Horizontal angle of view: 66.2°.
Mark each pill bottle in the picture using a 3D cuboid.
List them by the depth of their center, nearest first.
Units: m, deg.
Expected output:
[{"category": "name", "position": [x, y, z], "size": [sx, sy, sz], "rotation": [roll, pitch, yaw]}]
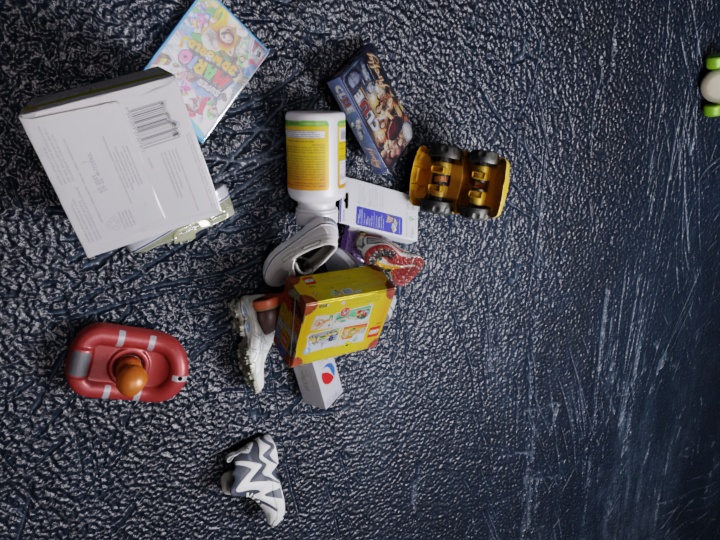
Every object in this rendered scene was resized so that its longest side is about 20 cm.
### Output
[{"category": "pill bottle", "position": [-0.082, -0.189, 1.023], "size": [0.109, 0.111, 0.204], "rotation": [-8, 109, -27]}]

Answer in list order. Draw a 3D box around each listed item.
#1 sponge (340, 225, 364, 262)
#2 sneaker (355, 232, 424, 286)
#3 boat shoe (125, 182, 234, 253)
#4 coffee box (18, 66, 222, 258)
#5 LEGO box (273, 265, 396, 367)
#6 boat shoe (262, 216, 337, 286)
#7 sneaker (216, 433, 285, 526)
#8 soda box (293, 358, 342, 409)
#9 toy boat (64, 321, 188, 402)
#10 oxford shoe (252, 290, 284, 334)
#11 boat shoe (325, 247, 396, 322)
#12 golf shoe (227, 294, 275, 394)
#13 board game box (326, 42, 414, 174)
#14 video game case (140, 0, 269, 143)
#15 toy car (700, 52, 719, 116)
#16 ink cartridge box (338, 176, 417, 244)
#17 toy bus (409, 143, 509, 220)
[{"category": "sponge", "position": [0.000, 0.000, 1.177], "size": [0.110, 0.030, 0.204], "rotation": [7, 102, -31]}, {"category": "sneaker", "position": [0.064, -0.030, 1.143], "size": [0.078, 0.082, 0.199], "rotation": [-48, 143, 12]}, {"category": "boat shoe", "position": [-0.306, -0.079, 0.954], "size": [0.198, 0.072, 0.063], "rotation": [-34, 117, -20]}, {"category": "coffee box", "position": [-0.348, -0.170, 0.817], "size": [0.197, 0.198, 0.203], "rotation": [-22, 120, -18]}, {"category": "LEGO box", "position": [-0.047, 0.082, 1.024], "size": [0.197, 0.077, 0.151], "rotation": [-8, 131, -35]}, {"category": "boat shoe", "position": [-0.111, -0.016, 1.021], "size": [0.199, 0.067, 0.071], "rotation": [-34, 138, 29]}, {"category": "sneaker", "position": [-0.233, 0.456, 1.156], "size": [0.127, 0.079, 0.203], "rotation": [-11, 110, -25]}, {"category": "soda box", "position": [-0.100, 0.183, 1.144], "size": [0.063, 0.067, 0.203], "rotation": [-37, 123, -44]}, {"category": "toy boat", "position": [-0.393, 0.172, 0.945], "size": [0.197, 0.130, 0.133], "rotation": [13, 99, -32]}, {"category": "oxford shoe", "position": [-0.123, 0.069, 1.084], "size": [0.198, 0.070, 0.074], "rotation": [-18, 99, -42]}, {"category": "boat shoe", "position": [0.006, 0.017, 1.131], "size": [0.200, 0.071, 0.066], "rotation": [46, 50, -18]}, {"category": "golf shoe", "position": [-0.196, 0.143, 1.086], "size": [0.096, 0.078, 0.204], "rotation": [-16, 113, -31]}, {"category": "board game box", "position": [0.026, -0.308, 1.062], "size": [0.201, 0.034, 0.136], "rotation": [58, 48, -30]}, {"category": "video game case", "position": [-0.264, -0.340, 0.928], "size": [0.143, 0.018, 0.201], "rotation": [38, 85, -33]}, {"category": "toy car", "position": [1.068, -0.560, 1.581], "size": [0.200, 0.155, 0.167], "rotation": [-48, 131, -42]}, {"category": "ink cartridge box", "position": [0.032, -0.122, 1.133], "size": [0.197, 0.039, 0.102], "rotation": [12, 75, -33]}, {"category": "toy bus", "position": [0.227, -0.178, 1.159], "size": [0.191, 0.197, 0.139], "rotation": [-3, 105, -59]}]
